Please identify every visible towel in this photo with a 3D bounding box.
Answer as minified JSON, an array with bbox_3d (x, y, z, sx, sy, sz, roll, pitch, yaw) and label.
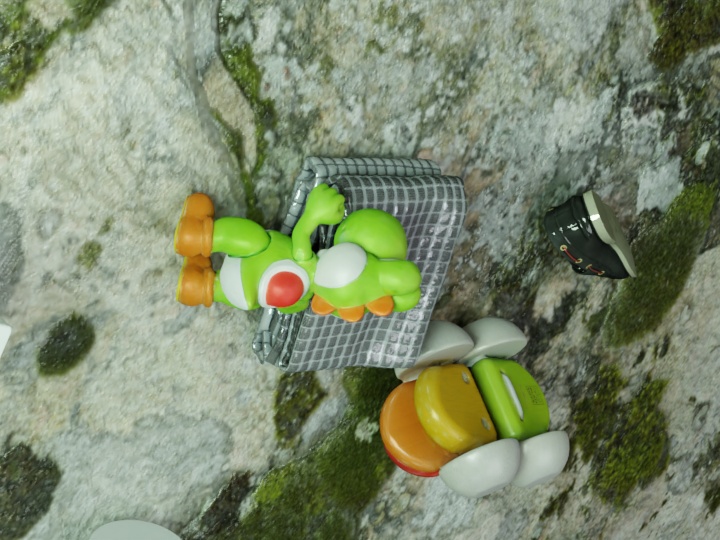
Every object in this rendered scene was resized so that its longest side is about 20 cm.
[{"bbox_3d":[0.000,0.000,1.472,0.165,0.085,0.201,-5,120,-46],"label":"towel"}]

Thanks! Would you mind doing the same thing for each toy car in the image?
[{"bbox_3d":[0.101,0.149,1.661,0.200,0.176,0.150,-2,153,-48],"label":"toy car"}]

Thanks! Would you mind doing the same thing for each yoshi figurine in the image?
[{"bbox_3d":[-0.046,-0.013,1.344,0.112,0.199,0.113,61,37,-82],"label":"yoshi figurine"}]

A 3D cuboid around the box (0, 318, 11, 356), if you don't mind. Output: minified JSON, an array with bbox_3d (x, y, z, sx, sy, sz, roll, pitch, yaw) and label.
[{"bbox_3d":[-0.331,0.024,1.017,0.124,0.200,0.098,12,107,-51],"label":"box"}]

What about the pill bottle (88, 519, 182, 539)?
[{"bbox_3d":[-0.212,0.327,1.449,0.119,0.119,0.201,-11,124,-44],"label":"pill bottle"}]

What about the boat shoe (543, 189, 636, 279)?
[{"bbox_3d":[0.246,-0.031,1.752,0.063,0.074,0.201,-24,158,16],"label":"boat shoe"}]
